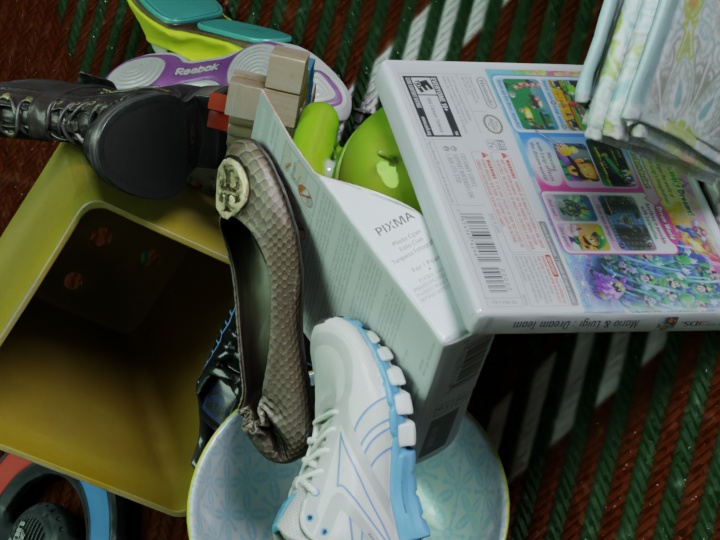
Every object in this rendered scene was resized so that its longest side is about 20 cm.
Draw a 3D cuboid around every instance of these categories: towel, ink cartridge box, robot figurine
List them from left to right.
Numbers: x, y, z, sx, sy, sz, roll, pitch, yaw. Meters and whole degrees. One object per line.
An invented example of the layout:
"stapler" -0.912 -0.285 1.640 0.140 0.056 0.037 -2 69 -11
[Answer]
"ink cartridge box" 0.000 0.000 1.595 0.200 0.047 0.160 55 156 22
"robot figurine" 0.037 -0.044 1.662 0.200 0.175 0.116 127 159 -81
"towel" 0.198 -0.154 1.506 0.048 0.171 0.200 20 91 34

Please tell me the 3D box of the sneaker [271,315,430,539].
"sneaker" -0.013 0.124 1.540 0.075 0.086 0.200 140 120 -63

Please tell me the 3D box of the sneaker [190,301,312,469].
"sneaker" -0.066 0.060 1.748 0.070 0.078 0.200 35 135 27

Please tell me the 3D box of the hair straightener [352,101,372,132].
"hair straightener" -0.001 -0.085 1.812 0.200 0.041 0.077 -27 56 47

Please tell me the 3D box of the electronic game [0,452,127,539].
"electronic game" -0.240 0.213 1.982 0.200 0.042 0.200 -21 62 44

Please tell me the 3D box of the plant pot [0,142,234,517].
"plant pot" -0.170 0.021 1.869 0.200 0.200 0.176 -56 29 19

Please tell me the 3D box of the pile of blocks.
"pile of blocks" -0.067 -0.099 1.734 0.200 0.062 0.082 98 -175 -62

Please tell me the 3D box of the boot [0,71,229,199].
"boot" -0.188 -0.095 1.773 0.174 0.200 0.069 7 101 23

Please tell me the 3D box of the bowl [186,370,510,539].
"bowl" -0.006 0.172 1.656 0.108 0.200 0.200 87 171 -57

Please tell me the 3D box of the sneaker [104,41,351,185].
"sneaker" -0.087 -0.108 1.881 0.200 0.100 0.075 3 47 32

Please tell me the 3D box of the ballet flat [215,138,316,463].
"ballet flat" -0.062 0.021 1.598 0.067 0.046 0.200 -160 60 -65

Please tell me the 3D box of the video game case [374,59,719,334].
"video game case" 0.118 -0.045 1.557 0.024 0.182 0.200 115 146 -44

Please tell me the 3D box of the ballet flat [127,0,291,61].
"ballet flat" -0.117 -0.165 1.969 0.200 0.067 0.067 30 122 48
